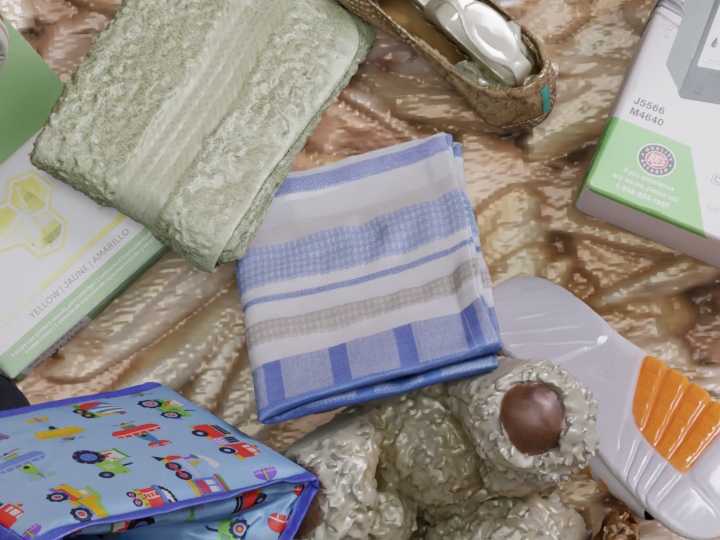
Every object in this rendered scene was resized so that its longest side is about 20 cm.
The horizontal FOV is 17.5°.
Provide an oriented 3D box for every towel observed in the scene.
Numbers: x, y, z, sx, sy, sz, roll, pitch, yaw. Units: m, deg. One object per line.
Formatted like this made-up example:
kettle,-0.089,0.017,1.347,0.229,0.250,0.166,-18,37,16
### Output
towel,0.000,0.000,1.344,0.147,0.024,0.200,-15,41,4
towel,-0.093,-0.109,1.390,0.148,0.036,0.200,31,66,1

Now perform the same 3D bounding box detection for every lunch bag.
lunch bag,-0.151,0.123,1.252,0.150,0.200,0.094,25,104,44

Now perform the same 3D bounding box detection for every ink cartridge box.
ink cartridge box,-0.218,-0.054,1.408,0.145,0.048,0.200,-42,86,-4
ink cartridge box,0.232,-0.107,1.388,0.145,0.084,0.200,22,83,4

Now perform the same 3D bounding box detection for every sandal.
sandal,0.151,0.084,1.381,0.079,0.059,0.207,-34,61,-20

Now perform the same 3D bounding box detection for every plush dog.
plush dog,0.064,0.140,1.346,0.200,0.160,0.172,-22,100,12

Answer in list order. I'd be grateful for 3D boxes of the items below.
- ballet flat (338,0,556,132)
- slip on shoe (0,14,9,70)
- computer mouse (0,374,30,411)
ballet flat,0.042,-0.166,1.408,0.200,0.065,0.071,38,73,5
slip on shoe,-0.300,-0.122,1.342,0.199,0.074,0.061,-16,49,2
computer mouse,-0.178,0.141,1.376,0.034,0.059,0.200,-28,84,-25
